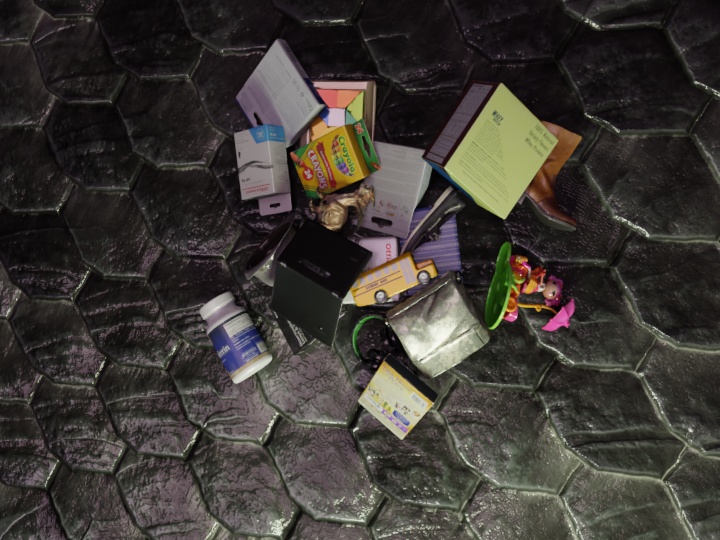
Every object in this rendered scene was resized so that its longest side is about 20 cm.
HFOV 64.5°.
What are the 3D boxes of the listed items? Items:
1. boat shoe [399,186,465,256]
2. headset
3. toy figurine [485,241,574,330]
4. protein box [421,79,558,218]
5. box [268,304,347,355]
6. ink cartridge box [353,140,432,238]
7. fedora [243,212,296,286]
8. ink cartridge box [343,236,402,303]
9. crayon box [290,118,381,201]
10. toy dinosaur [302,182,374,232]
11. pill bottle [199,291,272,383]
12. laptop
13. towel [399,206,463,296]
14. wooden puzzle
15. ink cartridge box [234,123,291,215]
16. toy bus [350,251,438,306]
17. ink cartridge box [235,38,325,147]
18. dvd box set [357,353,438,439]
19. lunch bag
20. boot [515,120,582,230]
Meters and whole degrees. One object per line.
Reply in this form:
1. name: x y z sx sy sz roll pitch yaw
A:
1. boat shoe: 0.166 -0.098 1.318 0.062 0.073 0.202 39 90 4
2. headset: 0.056 0.189 1.354 0.198 0.094 0.125 38 98 19
3. toy figurine: 0.394 0.054 1.286 0.178 0.151 0.206 14 69 -3
4. protein box: 0.278 -0.265 1.240 0.196 0.135 0.203 32 98 -25
5. box: -0.129 0.091 1.357 0.200 0.036 0.145 -44 71 36
6. ink cartridge box: 0.078 -0.192 1.344 0.159 0.056 0.207 17 99 33
7. fedora: -0.194 -0.035 1.382 0.199 0.179 0.090 -39 112 24
8. ink cartridge box: 0.000 0.000 1.367 0.192 0.086 0.152 -3 91 10
9. crayon box: -0.060 -0.260 1.356 0.195 0.051 0.130 -20 97 28
10. toy dinosaur: -0.058 -0.129 1.357 0.132 0.200 0.088 21 52 -22
11. pill bottle: -0.313 0.164 1.420 0.114 0.116 0.204 -33 84 10
12. laptop: -0.093 0.025 1.289 0.184 0.117 0.203 27 68 19
13. towel: 0.167 -0.048 1.367 0.139 0.024 0.208 -7 91 8
14. wooden puzzle: -0.059 -0.371 1.400 0.193 0.037 0.193 3 92 12
15. ink cartridge box: -0.239 -0.243 1.402 0.113 0.066 0.208 -5 93 33
16. toy bus: 0.075 0.018 1.279 0.195 0.065 0.080 -24 85 11
17. ink cartridge box: -0.201 -0.419 1.411 0.199 0.040 0.203 -38 81 33
18. dvd box set: 0.082 0.296 1.321 0.145 0.029 0.202 38 138 11
19. lunch bag: 0.173 0.111 1.274 0.197 0.141 0.169 -32 121 16
20. boot: 0.446 -0.213 1.298 0.185 0.068 0.204 31 90 17
